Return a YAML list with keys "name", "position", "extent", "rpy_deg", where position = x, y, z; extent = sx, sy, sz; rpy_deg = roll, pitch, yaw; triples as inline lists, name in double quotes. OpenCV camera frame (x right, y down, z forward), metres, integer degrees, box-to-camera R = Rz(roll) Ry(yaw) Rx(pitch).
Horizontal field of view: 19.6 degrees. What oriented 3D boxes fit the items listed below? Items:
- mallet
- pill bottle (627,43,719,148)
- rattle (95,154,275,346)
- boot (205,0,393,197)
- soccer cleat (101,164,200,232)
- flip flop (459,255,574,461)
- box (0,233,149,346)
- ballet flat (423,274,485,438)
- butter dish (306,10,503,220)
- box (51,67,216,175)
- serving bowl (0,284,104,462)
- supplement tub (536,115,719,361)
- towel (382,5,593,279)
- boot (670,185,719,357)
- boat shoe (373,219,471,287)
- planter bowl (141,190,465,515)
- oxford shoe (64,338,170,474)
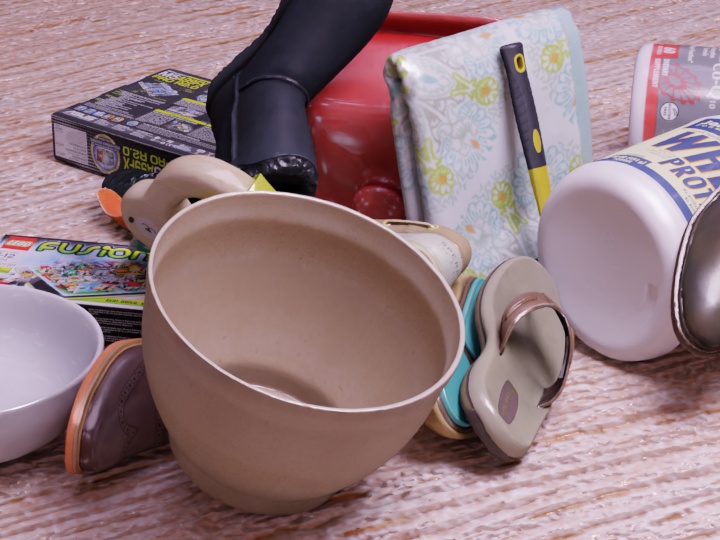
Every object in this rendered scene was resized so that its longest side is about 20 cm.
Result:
- name: "mallet"
  position: [0.142, -0.072, 1.563]
  extent: [0.065, 0.202, 0.041]
  rpy_deg: [-9, 5, -32]
- name: "pill bottle"
  position: [0.331, -0.130, 1.774]
  extent: [0.198, 0.117, 0.116]
  rpy_deg: [5, 25, 11]
- name: "rattle"
  position: [-0.142, 0.000, 1.465]
  extent: [0.199, 0.130, 0.144]
  rpy_deg: [7, 62, 34]
- name: "boot"
  position: [-0.042, -0.124, 1.539]
  extent: [0.076, 0.200, 0.169]
  rpy_deg: [32, 31, -30]
- name: "soccer cleat"
  position: [-0.144, -0.057, 1.661]
  extent: [0.067, 0.082, 0.200]
  rpy_deg: [-16, 29, -31]
- name: "flip flop"
  position: [0.114, 0.053, 1.408]
  extent: [0.057, 0.081, 0.200]
  rpy_deg: [-38, 13, 28]
- name: "box"
  position: [-0.192, 0.017, 1.555]
  extent: [0.198, 0.035, 0.110]
  rpy_deg: [5, 25, 11]
- name: "ballet flat"
  position: [0.054, 0.067, 1.434]
  extent: [0.063, 0.069, 0.200]
  rpy_deg: [-22, 15, 20]
- name: "butter dish"
  position: [0.027, -0.094, 1.662]
  extent: [0.198, 0.200, 0.149]
  rpy_deg: [4, 48, 14]
- name: "box"
  position: [-0.149, -0.119, 1.841]
  extent: [0.199, 0.045, 0.160]
  rpy_deg: [18, 30, 33]
- name: "serving bowl"
  position: [-0.268, 0.079, 1.384]
  extent: [0.198, 0.066, 0.200]
  rpy_deg: [-1, 25, 0]
- name: "supplement tub"
  position: [0.241, -0.030, 1.522]
  extent: [0.199, 0.146, 0.144]
  rpy_deg: [-22, 32, -39]
- name: "towel"
  position: [0.105, -0.086, 1.587]
  extent: [0.170, 0.202, 0.048]
  rpy_deg: [-21, 19, -35]
- name: "boot"
  position: [0.273, -0.037, 1.384]
  extent: [0.074, 0.097, 0.201]
  rpy_deg: [33, 66, -6]
- name: "boat shoe"
  position: [0.000, 0.000, 1.512]
  extent: [0.199, 0.075, 0.066]
  rpy_deg: [3, 26, 46]
- name: "planter bowl"
  position: [-0.048, 0.065, 1.299]
  extent: [0.198, 0.135, 0.201]
  rpy_deg: [12, 38, -9]
- name: "oxford shoe"
  position: [-0.126, 0.081, 1.376]
  extent: [0.072, 0.072, 0.200]
  rpy_deg: [15, 28, 21]
